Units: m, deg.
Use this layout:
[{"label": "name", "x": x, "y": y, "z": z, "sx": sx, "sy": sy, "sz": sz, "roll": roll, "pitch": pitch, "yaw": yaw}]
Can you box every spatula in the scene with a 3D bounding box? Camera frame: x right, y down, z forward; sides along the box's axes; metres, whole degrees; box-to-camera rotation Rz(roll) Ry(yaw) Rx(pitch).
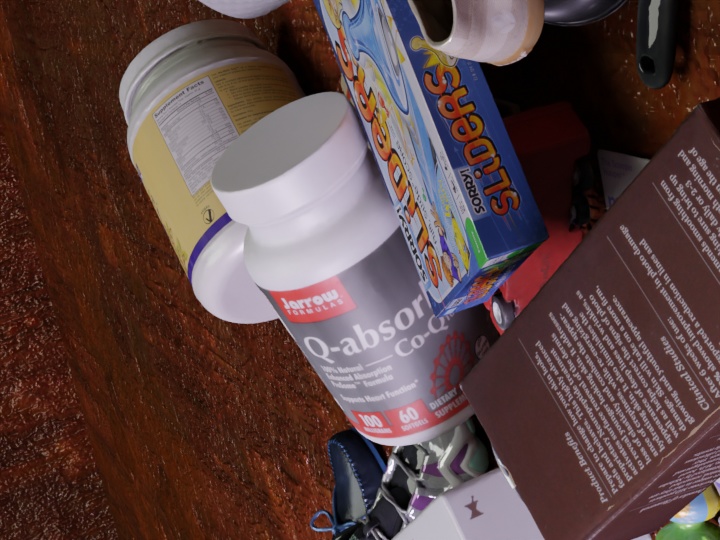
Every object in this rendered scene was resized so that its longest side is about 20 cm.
[{"label": "spatula", "x": 0.126, "y": -0.170, "z": 0.587, "sx": 0.056, "sy": 0.021, "sz": 0.201, "roll": 27, "pitch": 135, "yaw": 45}]

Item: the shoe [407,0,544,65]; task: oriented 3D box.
[{"label": "shoe", "x": 0.029, "y": -0.188, "z": 0.624, "sx": 0.070, "sy": 0.053, "sz": 0.201, "roll": -25, "pitch": 80, "yaw": 53}]

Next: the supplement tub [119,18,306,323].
[{"label": "supplement tub", "x": -0.092, "y": -0.077, "z": 1.060, "sx": 0.200, "sy": 0.145, "sz": 0.146, "roll": 61, "pitch": 157, "yaw": 27}]

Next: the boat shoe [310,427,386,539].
[{"label": "boat shoe", "x": 0.006, "y": 0.236, "z": 1.182, "sx": 0.201, "sy": 0.068, "sz": 0.084, "roll": 71, "pitch": 160, "yaw": 4}]

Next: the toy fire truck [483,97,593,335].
[{"label": "toy fire truck", "x": 0.074, "y": -0.073, "z": 0.756, "sx": 0.200, "sy": 0.049, "sz": 0.141, "roll": 85, "pitch": 165, "yaw": -47}]

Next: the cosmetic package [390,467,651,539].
[{"label": "cosmetic package", "x": 0.087, "y": 0.163, "z": 0.835, "sx": 0.200, "sy": 0.101, "sz": 0.071, "roll": 110, "pitch": 138, "yaw": -70}]

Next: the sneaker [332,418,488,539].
[{"label": "sneaker", "x": 0.021, "y": 0.181, "z": 0.990, "sx": 0.078, "sy": 0.139, "sz": 0.201, "roll": 36, "pitch": 140, "yaw": 58}]

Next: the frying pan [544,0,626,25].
[{"label": "frying pan", "x": 0.058, "y": -0.193, "z": 0.656, "sx": 0.190, "sy": 0.031, "sz": 0.115, "roll": 46, "pitch": 143, "yaw": 9}]

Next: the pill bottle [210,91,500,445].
[{"label": "pill bottle", "x": 0.000, "y": 0.000, "z": 0.843, "sx": 0.200, "sy": 0.116, "sz": 0.116, "roll": 57, "pitch": 168, "yaw": -28}]

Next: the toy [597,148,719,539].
[{"label": "toy", "x": 0.146, "y": 0.048, "z": 0.685, "sx": 0.115, "sy": 0.047, "sz": 0.201, "roll": 23, "pitch": 128, "yaw": 64}]

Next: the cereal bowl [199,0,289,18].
[{"label": "cereal bowl", "x": -0.071, "y": -0.255, "z": 0.814, "sx": 0.083, "sy": 0.200, "sz": 0.201, "roll": -20, "pitch": 88, "yaw": 28}]

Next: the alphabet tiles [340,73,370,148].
[{"label": "alphabet tiles", "x": 0.021, "y": -0.110, "z": 0.896, "sx": 0.196, "sy": 0.015, "sz": 0.201, "roll": 102, "pitch": 146, "yaw": -70}]

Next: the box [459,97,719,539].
[{"label": "box", "x": 0.134, "y": 0.030, "z": 0.589, "sx": 0.200, "sy": 0.075, "sz": 0.100, "roll": -53, "pitch": 55, "yaw": 42}]

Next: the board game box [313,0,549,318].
[{"label": "board game box", "x": 0.030, "y": -0.086, "z": 0.717, "sx": 0.135, "sy": 0.034, "sz": 0.201, "roll": 115, "pitch": 135, "yaw": -74}]
